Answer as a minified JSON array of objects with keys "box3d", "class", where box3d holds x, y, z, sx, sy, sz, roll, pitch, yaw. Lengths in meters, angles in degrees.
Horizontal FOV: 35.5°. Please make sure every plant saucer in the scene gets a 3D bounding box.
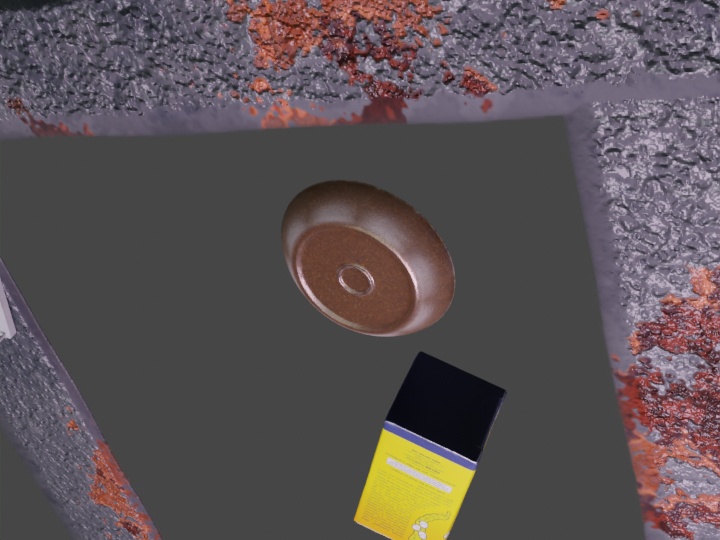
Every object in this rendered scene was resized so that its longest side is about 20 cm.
[{"box3d":[0.000,0.000,1.162,0.197,0.037,0.203,16,135,16],"class":"plant saucer"}]

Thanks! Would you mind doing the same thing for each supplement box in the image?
[{"box3d":[0.076,0.209,1.253,0.108,0.109,0.202,23,137,9],"class":"supplement box"}]

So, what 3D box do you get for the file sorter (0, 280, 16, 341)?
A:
[{"box3d":[-0.580,0.046,1.472,0.197,0.125,0.140,15,135,16],"class":"file sorter"}]
